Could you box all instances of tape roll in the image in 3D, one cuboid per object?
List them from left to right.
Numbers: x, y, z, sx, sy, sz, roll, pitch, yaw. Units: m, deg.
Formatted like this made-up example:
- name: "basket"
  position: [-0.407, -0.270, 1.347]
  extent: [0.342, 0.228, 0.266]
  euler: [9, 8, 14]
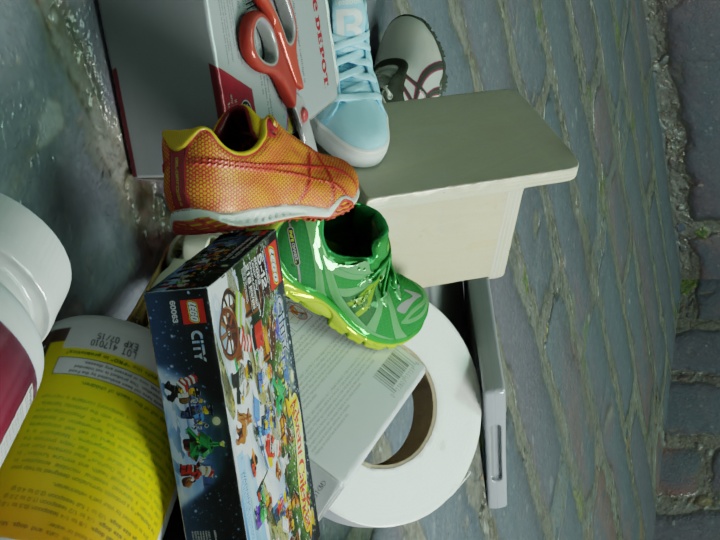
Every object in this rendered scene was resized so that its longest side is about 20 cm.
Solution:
- name: "tape roll"
  position: [0.011, 0.113, 1.138]
  extent: [0.201, 0.037, 0.205]
  euler: [5, 79, -29]

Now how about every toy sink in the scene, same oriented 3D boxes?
- name: "toy sink"
  position: [0.065, -0.066, 1.159]
  extent: [0.131, 0.198, 0.113]
  euler: [-122, -150, -44]

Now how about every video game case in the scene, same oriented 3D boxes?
- name: "video game case"
  position: [0.117, 0.089, 1.274]
  extent: [0.183, 0.022, 0.201]
  euler: [83, 2, -48]

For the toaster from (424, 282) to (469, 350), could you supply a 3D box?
- name: "toaster"
  position: [0.033, 0.043, 1.268]
  extent: [0.200, 0.112, 0.131]
  euler: [11, 75, -68]

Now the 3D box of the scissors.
- name: "scissors"
  position: [-0.043, -0.125, 0.966]
  extent: [0.201, 0.014, 0.074]
  euler: [62, 33, -49]

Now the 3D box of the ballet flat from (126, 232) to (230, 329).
- name: "ballet flat"
  position: [-0.111, 0.011, 0.905]
  extent: [0.201, 0.068, 0.064]
  euler: [-77, 173, -57]

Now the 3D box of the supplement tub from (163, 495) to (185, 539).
- name: "supplement tub"
  position: [-0.105, 0.193, 0.893]
  extent: [0.200, 0.106, 0.108]
  euler: [58, 37, -56]

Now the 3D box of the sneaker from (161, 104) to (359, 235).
- name: "sneaker"
  position: [-0.055, -0.067, 0.868]
  extent: [0.200, 0.072, 0.078]
  euler: [-12, 99, -66]

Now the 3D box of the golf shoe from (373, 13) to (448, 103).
- name: "golf shoe"
  position: [0.035, -0.172, 1.334]
  extent: [0.088, 0.076, 0.202]
  euler: [38, 53, -56]

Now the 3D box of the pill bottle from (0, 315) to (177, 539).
- name: "pill bottle"
  position: [-0.160, 0.132, 0.742]
  extent: [0.110, 0.108, 0.201]
  euler: [67, 29, -45]

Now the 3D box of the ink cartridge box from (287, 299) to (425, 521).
- name: "ink cartridge box"
  position: [-0.055, 0.073, 1.007]
  extent: [0.044, 0.173, 0.200]
  euler: [-56, 175, 28]

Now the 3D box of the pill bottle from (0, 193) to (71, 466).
- name: "pill bottle"
  position: [-0.209, 0.060, 0.612]
  extent: [0.110, 0.108, 0.201]
  euler: [69, 28, -42]

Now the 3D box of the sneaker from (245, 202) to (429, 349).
- name: "sneaker"
  position: [0.000, 0.000, 1.023]
  extent: [0.199, 0.083, 0.075]
  euler: [29, 30, -49]

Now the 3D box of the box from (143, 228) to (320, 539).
- name: "box"
  position: [-0.068, 0.090, 0.781]
  extent: [0.137, 0.037, 0.202]
  euler: [-51, 134, -71]

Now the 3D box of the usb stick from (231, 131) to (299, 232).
- name: "usb stick"
  position: [-0.078, -0.089, 1.082]
  extent: [0.201, 0.032, 0.056]
  euler: [-68, 158, -46]

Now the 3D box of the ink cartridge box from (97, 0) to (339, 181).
- name: "ink cartridge box"
  position: [-0.094, -0.163, 0.967]
  extent: [0.200, 0.082, 0.147]
  euler: [-48, 134, -60]

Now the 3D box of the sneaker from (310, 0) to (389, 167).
- name: "sneaker"
  position: [-0.022, -0.182, 1.087]
  extent: [0.202, 0.073, 0.082]
  euler: [68, -25, 20]
